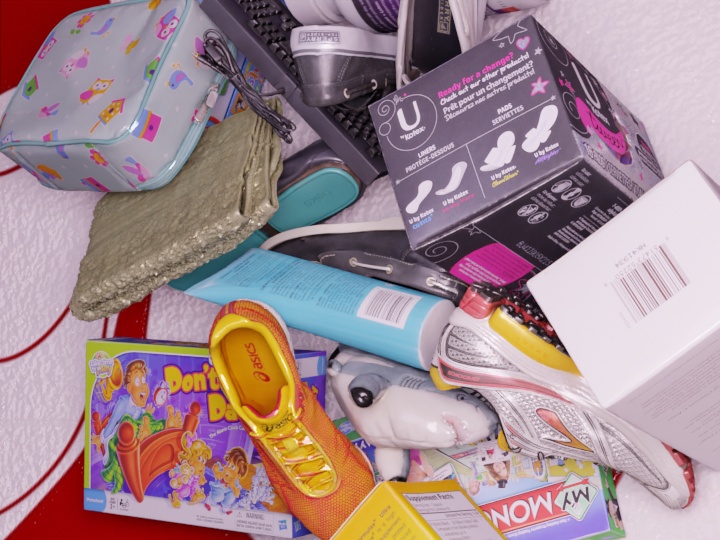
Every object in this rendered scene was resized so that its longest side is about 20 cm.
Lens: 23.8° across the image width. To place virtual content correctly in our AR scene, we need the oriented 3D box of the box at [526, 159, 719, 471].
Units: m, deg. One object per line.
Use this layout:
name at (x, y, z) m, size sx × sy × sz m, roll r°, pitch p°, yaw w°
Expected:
box at (0.211, 0.034, 1.047) m, size 0.124 × 0.200 × 0.098 m, roll -38°, pitch 58°, yaw 15°

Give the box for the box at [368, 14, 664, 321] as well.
box at (0.117, -0.062, 1.137) m, size 0.132 × 0.200 × 0.115 m, roll -28°, pitch 63°, yaw 21°

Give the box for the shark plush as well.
shark plush at (0.026, 0.084, 1.219) m, size 0.083 × 0.091 × 0.200 m, roll -26°, pitch 18°, yaw -9°

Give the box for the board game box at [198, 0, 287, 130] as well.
board game box at (-0.142, -0.184, 1.438) m, size 0.151 × 0.037 × 0.201 m, roll 14°, pitch 83°, yaw 35°

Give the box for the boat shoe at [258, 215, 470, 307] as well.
boat shoe at (0.000, 0.000, 1.263) m, size 0.200 × 0.072 × 0.068 m, roll -2°, pitch 78°, yaw 38°

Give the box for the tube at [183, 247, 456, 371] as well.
tube at (-0.026, 0.021, 1.216) m, size 0.200 × 0.077 × 0.051 m, roll 16°, pitch 120°, yaw 33°

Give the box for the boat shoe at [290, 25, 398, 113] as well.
boat shoe at (-0.005, -0.144, 1.252) m, size 0.068 × 0.200 × 0.057 m, roll 0°, pitch 93°, yaw 19°

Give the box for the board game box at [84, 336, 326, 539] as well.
board game box at (-0.121, 0.123, 1.296) m, size 0.199 × 0.045 × 0.135 m, roll 2°, pitch 92°, yaw 32°

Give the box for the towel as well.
towel at (-0.138, -0.045, 1.312) m, size 0.200 × 0.036 × 0.149 m, roll -28°, pitch 34°, yaw 26°

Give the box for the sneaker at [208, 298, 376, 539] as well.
sneaker at (-0.051, 0.116, 1.181) m, size 0.073 × 0.077 × 0.200 m, roll -31°, pitch 98°, yaw 12°

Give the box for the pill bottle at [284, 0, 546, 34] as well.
pill bottle at (0.041, -0.241, 1.298) m, size 0.199 × 0.111 × 0.112 m, roll -5°, pitch 71°, yaw 30°

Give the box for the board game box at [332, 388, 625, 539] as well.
board game box at (0.078, 0.145, 1.198) m, size 0.200 × 0.029 × 0.135 m, roll -20°, pitch 64°, yaw 25°

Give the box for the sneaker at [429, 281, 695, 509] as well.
sneaker at (0.134, 0.093, 1.118) m, size 0.200 × 0.078 × 0.082 m, roll 36°, pitch 103°, yaw 1°

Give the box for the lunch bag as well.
lunch bag at (-0.191, -0.144, 1.362) m, size 0.200 × 0.077 × 0.161 m, roll 1°, pitch 58°, yaw 44°

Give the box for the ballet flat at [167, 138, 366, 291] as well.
ballet flat at (-0.074, -0.048, 1.340) m, size 0.200 × 0.073 × 0.073 m, roll -29°, pitch 61°, yaw 28°

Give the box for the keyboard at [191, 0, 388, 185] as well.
keyboard at (-0.048, -0.142, 1.286) m, size 0.200 × 0.127 × 0.021 m, roll 47°, pitch 129°, yaw 14°

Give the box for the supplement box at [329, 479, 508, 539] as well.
supplement box at (0.067, 0.242, 1.102) m, size 0.110 × 0.109 × 0.200 m, roll -50°, pitch 64°, yaw 15°

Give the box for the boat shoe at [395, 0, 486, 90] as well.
boat shoe at (0.057, -0.134, 1.227) m, size 0.072 × 0.066 × 0.201 m, roll 14°, pitch 116°, yaw 23°
